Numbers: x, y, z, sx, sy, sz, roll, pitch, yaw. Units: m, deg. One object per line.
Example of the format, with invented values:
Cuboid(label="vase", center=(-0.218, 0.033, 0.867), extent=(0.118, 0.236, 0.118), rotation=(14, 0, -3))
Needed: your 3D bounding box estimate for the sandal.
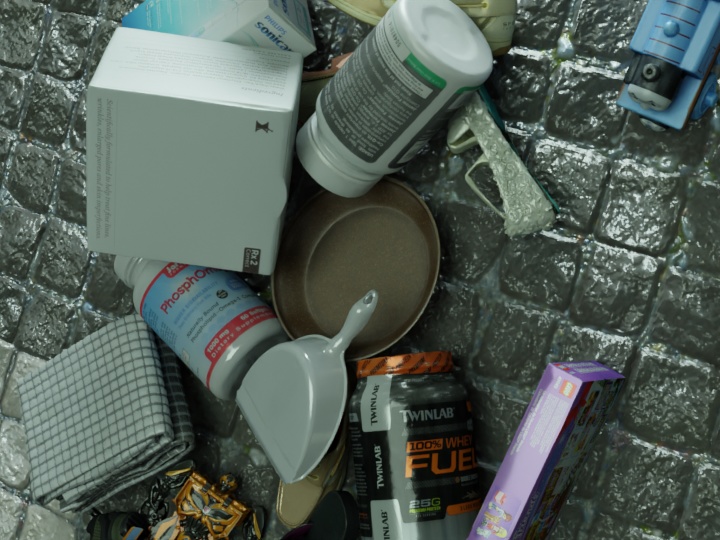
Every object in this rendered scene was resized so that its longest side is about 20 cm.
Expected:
Cuboid(label="sandal", center=(-0.064, 0.296, 1.317), extent=(0.201, 0.048, 0.075), rotation=(-61, 37, 35))

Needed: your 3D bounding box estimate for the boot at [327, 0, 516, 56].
Cuboid(label="boot", center=(0.069, -0.310, 1.258), extent=(0.200, 0.073, 0.156), rotation=(19, 119, 13))

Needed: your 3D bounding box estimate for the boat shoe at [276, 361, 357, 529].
Cuboid(label="boat shoe", center=(-0.049, 0.183, 1.336), extent=(0.074, 0.069, 0.200), rotation=(24, 98, 26))

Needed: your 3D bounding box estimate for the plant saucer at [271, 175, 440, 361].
Cuboid(label="plant saucer", center=(0.000, 0.000, 1.322), extent=(0.200, 0.037, 0.201), rotation=(-10, 69, 28))

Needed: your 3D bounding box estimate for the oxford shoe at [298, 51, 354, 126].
Cuboid(label="oxford shoe", center=(-0.049, -0.174, 1.355), extent=(0.200, 0.071, 0.074), rotation=(-18, 85, 26))

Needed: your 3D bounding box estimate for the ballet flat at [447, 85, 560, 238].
Cuboid(label="ballet flat", center=(0.124, -0.119, 1.257), extent=(0.072, 0.072, 0.200), rotation=(-35, 71, 21))

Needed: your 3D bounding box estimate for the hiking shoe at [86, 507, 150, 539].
Cuboid(label="hiking shoe", center=(-0.291, 0.373, 1.458), extent=(0.101, 0.076, 0.200), rotation=(2, 79, 36))

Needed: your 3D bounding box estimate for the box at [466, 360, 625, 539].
Cuboid(label="box", center=(0.171, 0.181, 1.185), extent=(0.039, 0.137, 0.200), rotation=(28, 100, 25))

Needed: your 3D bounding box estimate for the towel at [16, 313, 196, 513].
Cuboid(label="towel", center=(-0.285, 0.165, 1.432), extent=(0.200, 0.086, 0.166), rotation=(-31, 58, 21))

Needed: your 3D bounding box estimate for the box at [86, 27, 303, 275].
Cuboid(label="box", center=(-0.168, -0.121, 1.297), extent=(0.200, 0.131, 0.199), rotation=(8, 125, -2))

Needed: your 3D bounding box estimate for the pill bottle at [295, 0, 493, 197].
Cuboid(label="pill bottle", center=(0.027, -0.167, 1.242), extent=(0.200, 0.113, 0.113), rotation=(-44, 68, 38))

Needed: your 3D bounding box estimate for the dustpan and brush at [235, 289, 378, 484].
Cuboid(label="dustpan and brush", center=(-0.043, 0.098, 1.271), extent=(0.140, 0.057, 0.200), rotation=(53, 128, 39))

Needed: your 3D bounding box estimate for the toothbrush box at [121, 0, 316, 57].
Cuboid(label="toothbrush box", center=(-0.157, -0.257, 1.378), extent=(0.200, 0.085, 0.147), rotation=(-32, 48, 23))

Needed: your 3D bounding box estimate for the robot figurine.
Cuboid(label="robot figurine", center=(-0.194, 0.308, 1.383), extent=(0.145, 0.058, 0.200), rotation=(33, 87, 6))

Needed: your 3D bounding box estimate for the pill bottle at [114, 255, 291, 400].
Cuboid(label="pill bottle", center=(-0.176, 0.039, 1.387), extent=(0.200, 0.109, 0.109), rotation=(43, 106, 22))

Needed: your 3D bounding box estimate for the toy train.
Cuboid(label="toy train", center=(0.298, -0.224, 1.152), extent=(0.087, 0.114, 0.200), rotation=(28, 100, 26))

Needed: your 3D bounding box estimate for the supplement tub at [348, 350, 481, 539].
Cuboid(label="supplement tub", center=(0.053, 0.183, 1.254), extent=(0.122, 0.122, 0.200), rotation=(-9, 84, 27))
